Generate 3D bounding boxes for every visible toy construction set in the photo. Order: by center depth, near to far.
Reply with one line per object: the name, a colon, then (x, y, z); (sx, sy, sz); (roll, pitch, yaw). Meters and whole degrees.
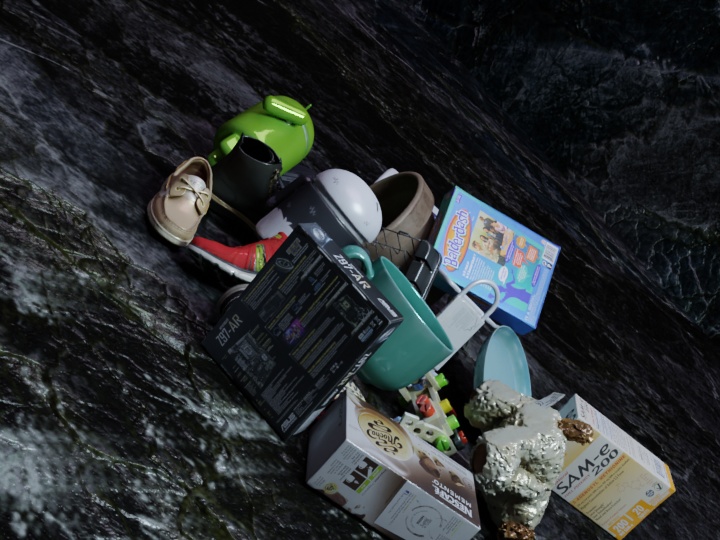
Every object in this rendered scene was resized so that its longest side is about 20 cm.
toy construction set: (0.079, 0.180, 1.533); (0.131, 0.092, 0.200); (59, 20, -26)

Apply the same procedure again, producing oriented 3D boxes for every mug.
mug: (0.020, 0.064, 1.464); (0.185, 0.114, 0.152); (53, 8, 8)

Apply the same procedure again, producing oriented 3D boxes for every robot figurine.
robot figurine: (-0.064, -0.050, 1.581); (0.150, 0.200, 0.125); (51, 3, -8)
robot figurine: (-0.152, -0.202, 1.810); (0.116, 0.175, 0.200); (50, 47, 0)

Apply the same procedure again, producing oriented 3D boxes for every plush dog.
plush dog: (0.210, 0.262, 1.501); (0.159, 0.173, 0.200); (7, 28, -2)

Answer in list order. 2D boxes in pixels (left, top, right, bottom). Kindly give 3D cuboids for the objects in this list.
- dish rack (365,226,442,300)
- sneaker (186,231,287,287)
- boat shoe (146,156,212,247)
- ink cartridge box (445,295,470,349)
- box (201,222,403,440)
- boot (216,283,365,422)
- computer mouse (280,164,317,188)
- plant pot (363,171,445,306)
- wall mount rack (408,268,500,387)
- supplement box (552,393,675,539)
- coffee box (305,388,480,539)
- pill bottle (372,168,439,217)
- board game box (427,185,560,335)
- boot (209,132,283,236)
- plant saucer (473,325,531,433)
dish rack: (0.000, 0.000, 1.646); (0.199, 0.154, 0.055); (19, -21, 21)
sneaker: (-0.126, -0.013, 1.497); (0.199, 0.085, 0.077); (17, -16, -2)
boat shoe: (-0.240, -0.102, 1.566); (0.074, 0.069, 0.200); (34, 21, -20)
ink cartridge box: (0.176, 0.039, 1.871); (0.059, 0.200, 0.104); (18, 63, 3)
box: (-0.070, 0.071, 1.331); (0.160, 0.200, 0.043); (46, 20, 15)
boot: (-0.078, 0.106, 1.415); (0.203, 0.074, 0.154); (33, 16, -33)
computer mouse: (-0.102, -0.104, 1.840); (0.138, 0.053, 0.200); (10, 31, -16)
plant pot: (0.062, -0.031, 1.833); (0.175, 0.200, 0.201); (51, 15, -23)
wall mount rack: (0.131, 0.095, 1.691); (0.174, 0.200, 0.075); (44, 3, -31)
supplement box: (0.361, 0.301, 1.750); (0.200, 0.126, 0.074); (37, 22, -10)
coffee box: (0.038, 0.244, 1.344); (0.200, 0.080, 0.113); (36, 20, -15)
pill bottle: (0.090, -0.073, 2.034); (0.200, 0.120, 0.120); (42, 20, 3)
board game box: (0.197, -0.015, 1.757); (0.199, 0.045, 0.153); (30, 62, -13)
boot: (-0.121, -0.111, 1.660); (0.199, 0.138, 0.078); (22, 51, -22)
plant saucer: (0.211, 0.184, 1.719); (0.200, 0.027, 0.201); (22, 65, -59)
